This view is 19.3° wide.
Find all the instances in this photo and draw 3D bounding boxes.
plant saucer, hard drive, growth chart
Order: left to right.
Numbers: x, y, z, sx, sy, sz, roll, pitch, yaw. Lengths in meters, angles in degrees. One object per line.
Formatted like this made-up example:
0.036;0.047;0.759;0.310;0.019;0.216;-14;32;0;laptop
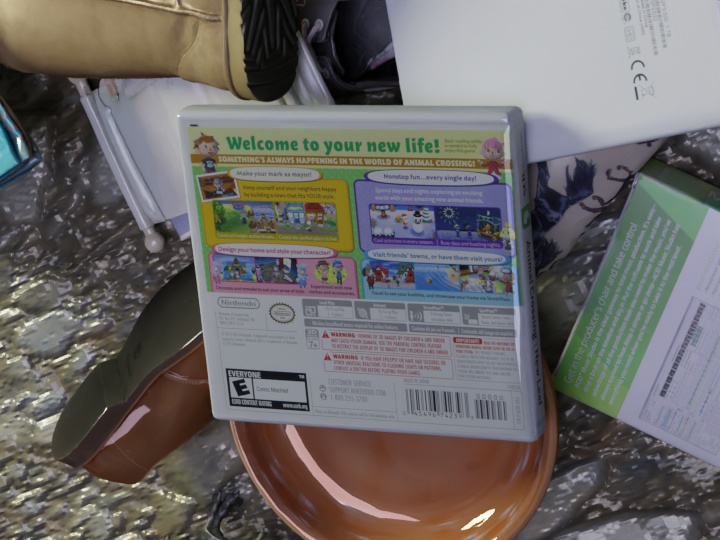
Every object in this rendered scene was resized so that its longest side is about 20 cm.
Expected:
-0.082;-0.073;1.247;0.199;0.018;0.146;-11;104;40;growth chart
0.020;0.078;1.215;0.199;0.037;0.202;7;112;18;plant saucer
0.108;-0.127;1.100;0.199;0.026;0.133;-10;91;33;hard drive

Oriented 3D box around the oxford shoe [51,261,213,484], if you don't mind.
-0.107;0.058;1.317;0.071;0.072;0.200;31;118;-26;oxford shoe

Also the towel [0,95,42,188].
-0.298;-0.113;1.268;0.146;0.022;0.201;-31;97;25;towel

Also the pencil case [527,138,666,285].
0.117;-0.074;1.168;0.077;0.090;0.200;27;120;-22;pencil case

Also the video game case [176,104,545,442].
0.000;0.000;1.158;0.198;0.022;0.184;2;109;24;video game case

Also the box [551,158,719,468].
0.222;0.043;1.194;0.199;0.036;0.145;26;115;9;box

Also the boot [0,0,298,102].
-0.128;-0.185;1.193;0.199;0.066;0.177;14;107;34;boot

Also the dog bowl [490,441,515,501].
0.016;0.087;1.274;0.198;0.059;0.202;7;111;19;dog bowl

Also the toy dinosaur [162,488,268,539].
-0.093;0.198;1.343;0.199;0.047;0.089;-30;57;13;toy dinosaur

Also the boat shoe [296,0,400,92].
0.015;-0.136;1.195;0.198;0.057;0.067;-6;106;22;boat shoe
